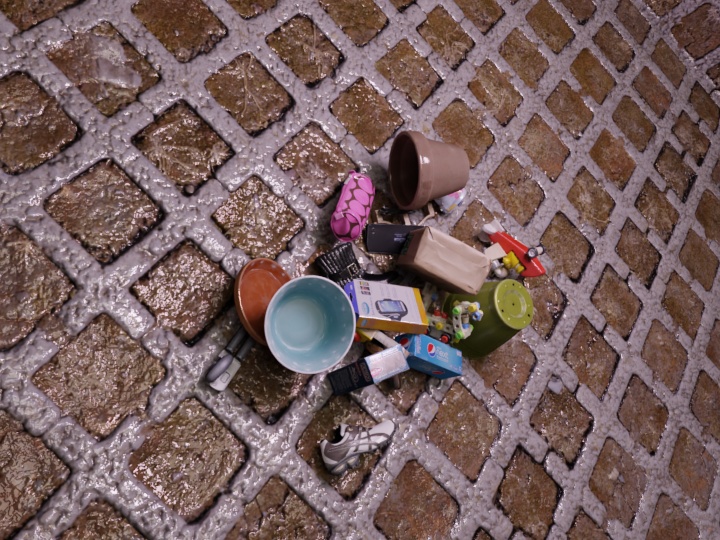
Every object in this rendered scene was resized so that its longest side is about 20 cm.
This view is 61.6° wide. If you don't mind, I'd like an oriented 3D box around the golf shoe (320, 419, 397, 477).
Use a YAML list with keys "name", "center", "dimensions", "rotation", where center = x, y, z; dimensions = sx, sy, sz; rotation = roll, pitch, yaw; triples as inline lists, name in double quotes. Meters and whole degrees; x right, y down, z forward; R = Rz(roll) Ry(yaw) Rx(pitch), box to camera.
- name: "golf shoe"
  center: [-0.003, 0.377, 1.369]
  dimensions: [0.198, 0.078, 0.096]
  rotation: [-26, 85, -34]

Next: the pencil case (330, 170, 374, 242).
- name: "pencil case"
  center: [-0.022, -0.165, 1.518]
  dimensions: [0.202, 0.089, 0.095]
  rotation: [-77, 151, -50]

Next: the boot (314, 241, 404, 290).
- name: "boot"
  center: [0.001, -0.001, 1.506]
  dimensions: [0.209, 0.079, 0.160]
  rotation: [-22, 83, -32]

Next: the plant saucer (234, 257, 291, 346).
- name: "plant saucer"
  center: [-0.209, 0.073, 1.354]
  dimensions: [0.199, 0.032, 0.203]
  rotation: [33, 48, -45]

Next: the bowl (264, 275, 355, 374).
- name: "bowl"
  center: [-0.120, 0.115, 1.298]
  dimensions: [0.197, 0.105, 0.205]
  rotation: [1, 86, -22]

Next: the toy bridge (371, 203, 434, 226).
- name: "toy bridge"
  center: [0.120, -0.139, 1.654]
  dimensions: [0.197, 0.027, 0.068]
  rotation: [-11, 79, -30]

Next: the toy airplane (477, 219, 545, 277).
- name: "toy airplane"
  center: [0.415, -0.049, 1.735]
  dimensions: [0.197, 0.143, 0.200]
  rotation: [15, 27, -14]

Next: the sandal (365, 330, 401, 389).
- name: "sandal"
  center: [0.044, 0.199, 1.472]
  dimensions: [0.054, 0.082, 0.203]
  rotation: [-19, 89, -10]

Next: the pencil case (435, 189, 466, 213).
- name: "pencil case"
  center: [0.206, -0.254, 1.712]
  dimensions: [0.200, 0.083, 0.091]
  rotation: [42, 101, -10]

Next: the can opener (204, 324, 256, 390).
- name: "can opener"
  center: [-0.265, 0.173, 1.310]
  dimensions: [0.052, 0.066, 0.201]
  rotation: [40, 53, -11]

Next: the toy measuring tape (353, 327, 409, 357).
- name: "toy measuring tape"
  center: [0.027, 0.154, 1.415]
  dimensions: [0.199, 0.074, 0.074]
  rotation: [34, 56, 15]

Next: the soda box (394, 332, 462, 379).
- name: "soda box"
  center: [0.170, 0.212, 1.491]
  dimensions: [0.199, 0.067, 0.065]
  rotation: [27, 55, -40]

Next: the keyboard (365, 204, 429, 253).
- name: "keyboard"
  center: [0.104, -0.109, 1.614]
  dimensions: [0.197, 0.021, 0.130]
  rotation: [1, 96, -25]

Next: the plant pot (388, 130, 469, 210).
- name: "plant pot"
  center: [0.188, -0.264, 1.583]
  dimensions: [0.172, 0.200, 0.204]
  rotation: [-5, 74, -19]

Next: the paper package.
- name: "paper package"
  center: [0.205, -0.023, 1.531]
  dimensions: [0.188, 0.200, 0.105]
  rotation: [27, 86, -8]

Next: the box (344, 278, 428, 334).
- name: "box"
  center: [0.054, 0.084, 1.416]
  dimensions: [0.196, 0.042, 0.120]
  rotation: [8, 42, -17]

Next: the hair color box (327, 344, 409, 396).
- name: "hair color box"
  center: [0.013, 0.227, 1.358]
  dimensions: [0.099, 0.200, 0.061]
  rotation: [-17, 80, -31]

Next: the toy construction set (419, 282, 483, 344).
- name: "toy construction set"
  center: [0.214, 0.111, 1.540]
  dimensions: [0.091, 0.199, 0.133]
  rotation: [-11, 117, -39]

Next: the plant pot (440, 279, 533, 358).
- name: "plant pot"
  center: [0.344, 0.112, 1.587]
  dimensions: [0.197, 0.193, 0.204]
  rotation: [10, 67, -25]
